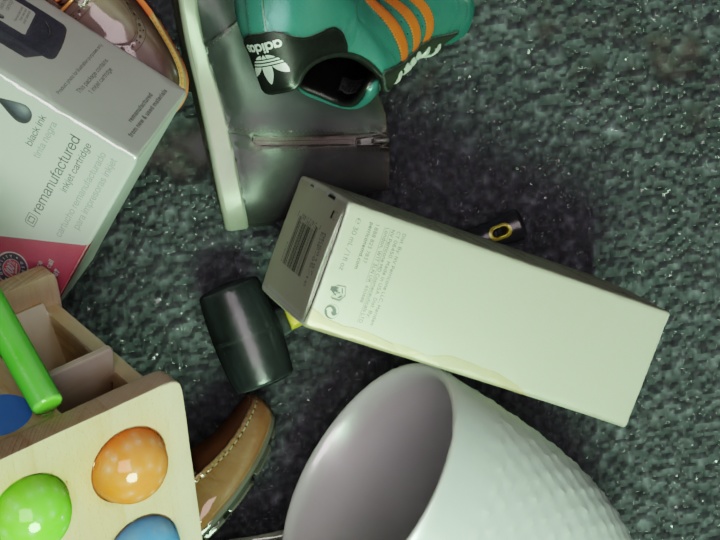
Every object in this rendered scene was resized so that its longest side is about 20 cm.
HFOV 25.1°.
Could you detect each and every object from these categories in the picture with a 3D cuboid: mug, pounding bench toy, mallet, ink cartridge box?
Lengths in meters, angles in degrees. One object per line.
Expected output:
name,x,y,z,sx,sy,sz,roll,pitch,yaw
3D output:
mug,0.054,0.179,0.910,0.175,0.148,0.200,34,88,-25
pounding bench toy,-0.170,0.071,0.799,0.124,0.156,0.200,-24,127,-30
mallet,0.000,0.000,0.958,0.200,0.041,0.066,-29,93,-6
ink cartridge box,-0.220,-0.084,0.882,0.200,0.084,0.145,32,126,-5

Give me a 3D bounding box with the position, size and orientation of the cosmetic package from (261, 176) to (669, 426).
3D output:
cosmetic package,0.056,0.016,0.903,0.200,0.104,0.073,19,95,-18

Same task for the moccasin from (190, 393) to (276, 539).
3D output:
moccasin,-0.133,0.140,0.937,0.201,0.074,0.078,-40,96,-2

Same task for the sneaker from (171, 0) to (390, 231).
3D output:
sneaker,-0.048,-0.131,0.932,0.106,0.075,0.201,-13,103,-7

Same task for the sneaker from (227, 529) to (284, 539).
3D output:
sneaker,-0.088,0.219,0.950,0.200,0.074,0.116,-24,93,-11

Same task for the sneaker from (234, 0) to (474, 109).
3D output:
sneaker,-0.001,-0.126,0.881,0.071,0.200,0.080,-5,90,35

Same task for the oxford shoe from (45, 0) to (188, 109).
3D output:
oxford shoe,-0.181,-0.156,0.906,0.200,0.073,0.071,41,95,2
